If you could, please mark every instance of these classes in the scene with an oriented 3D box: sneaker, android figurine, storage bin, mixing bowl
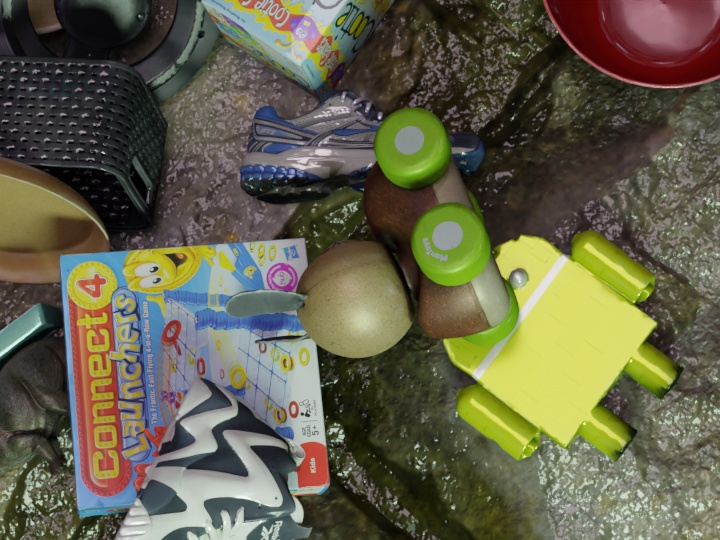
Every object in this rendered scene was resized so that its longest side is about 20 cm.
[{"bbox_3d":[-0.104,0.187,1.259,0.129,0.080,0.200,26,51,-3],"label":"sneaker"},{"bbox_3d":[0.147,0.053,1.360,0.200,0.041,0.182,39,87,11],"label":"android figurine"},{"bbox_3d":[-0.266,-0.102,1.391,0.198,0.135,0.095,3,70,9],"label":"storage bin"},{"bbox_3d":[0.000,-0.108,1.394,0.198,0.077,0.086,-2,74,7],"label":"sneaker"},{"bbox_3d":[0.239,-0.226,1.362,0.198,0.108,0.202,-1,80,7],"label":"mixing bowl"}]

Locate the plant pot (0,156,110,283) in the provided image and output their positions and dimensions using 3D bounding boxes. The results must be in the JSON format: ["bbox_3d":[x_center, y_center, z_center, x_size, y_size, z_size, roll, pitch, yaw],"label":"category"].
[{"bbox_3d":[-0.293,-0.044,1.365,0.198,0.200,0.028,3,65,9],"label":"plant pot"}]

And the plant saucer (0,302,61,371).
[{"bbox_3d":[-0.327,0.094,1.406,0.200,0.070,0.019,-38,84,0],"label":"plant saucer"}]

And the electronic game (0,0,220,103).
[{"bbox_3d":[-0.209,-0.219,1.406,0.198,0.042,0.201,-6,119,-11],"label":"electronic game"}]

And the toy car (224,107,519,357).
[{"bbox_3d":[0.000,0.000,1.292,0.199,0.164,0.159,-23,65,5],"label":"toy car"}]

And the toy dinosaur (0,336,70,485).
[{"bbox_3d":[-0.258,0.106,1.391,0.102,0.077,0.201,37,91,-1],"label":"toy dinosaur"}]

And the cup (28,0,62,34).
[{"bbox_3d":[-0.289,-0.317,1.428,0.199,0.201,0.144,-32,45,1],"label":"cup"}]

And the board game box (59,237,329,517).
[{"bbox_3d":[-0.132,0.082,1.358,0.194,0.056,0.202,-5,79,-11],"label":"board game box"}]

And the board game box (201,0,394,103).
[{"bbox_3d":[-0.022,-0.257,1.408,0.105,0.103,0.201,33,86,13],"label":"board game box"}]
